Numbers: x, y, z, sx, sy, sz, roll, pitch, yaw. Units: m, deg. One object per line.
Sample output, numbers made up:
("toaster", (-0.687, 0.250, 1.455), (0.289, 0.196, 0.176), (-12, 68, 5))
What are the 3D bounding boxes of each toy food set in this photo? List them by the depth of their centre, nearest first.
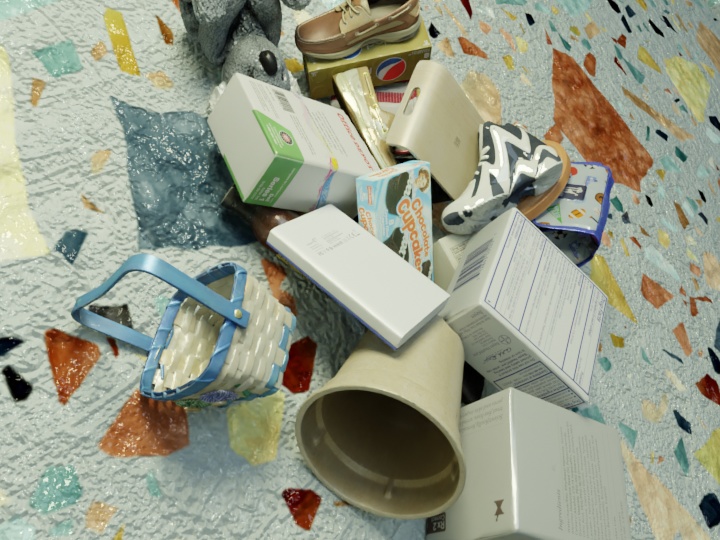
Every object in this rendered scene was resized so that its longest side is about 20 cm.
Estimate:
("toy food set", (0.122, -0.188, 0.968), (0.199, 0.059, 0.147), (40, 65, -38))

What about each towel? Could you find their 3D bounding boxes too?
("towel", (0.022, -0.267, 1.023), (0.139, 0.023, 0.206), (0, 64, 1))

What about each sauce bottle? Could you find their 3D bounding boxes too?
("sauce bottle", (-0.090, -0.045, 0.844), (0.199, 0.066, 0.067), (39, 50, -14))

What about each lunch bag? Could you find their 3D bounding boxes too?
("lunch bag", (0.304, -0.078, 1.039), (0.124, 0.197, 0.172), (45, 49, -22))

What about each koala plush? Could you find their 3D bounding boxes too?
("koala plush", (-0.153, -0.297, 0.896), (0.174, 0.182, 0.206), (-23, 100, -31))

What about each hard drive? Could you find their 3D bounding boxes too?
("hard drive", (0.000, 0.000, 0.773), (0.198, 0.026, 0.131), (38, 34, 17))

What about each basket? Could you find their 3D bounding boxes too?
("basket", (-0.175, 0.059, 0.657), (0.198, 0.174, 0.142), (35, 54, -28))

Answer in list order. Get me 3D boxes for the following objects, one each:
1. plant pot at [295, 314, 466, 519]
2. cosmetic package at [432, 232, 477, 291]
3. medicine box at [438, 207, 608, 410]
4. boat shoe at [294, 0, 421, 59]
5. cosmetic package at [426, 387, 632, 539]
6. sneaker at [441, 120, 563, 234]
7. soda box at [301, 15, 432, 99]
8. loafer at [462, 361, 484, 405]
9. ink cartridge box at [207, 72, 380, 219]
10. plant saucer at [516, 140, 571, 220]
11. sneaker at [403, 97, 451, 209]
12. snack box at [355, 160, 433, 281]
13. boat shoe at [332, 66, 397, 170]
("plant pot", (0.046, 0.151, 0.771), (0.200, 0.200, 0.185), (41, 38, -8))
("cosmetic package", (0.172, 0.045, 0.966), (0.102, 0.087, 0.204), (-22, 81, -39))
("medicine box", (0.220, 0.058, 0.867), (0.199, 0.103, 0.184), (40, 50, -11))
("boat shoe", (-0.005, -0.370, 0.943), (0.195, 0.072, 0.077), (-19, 67, -7))
("cosmetic package", (0.209, 0.275, 0.819), (0.196, 0.164, 0.169), (24, 54, -24))
("sneaker", (0.183, -0.147, 0.947), (0.196, 0.080, 0.131), (-32, 62, 0))
("soda box", (0.008, -0.329, 1.003), (0.194, 0.068, 0.066), (-13, 67, -5))
("loafer", (0.108, 0.111, 0.897), (0.202, 0.070, 0.074), (55, 45, -23))
("ink cartridge box", (-0.081, -0.156, 0.851), (0.197, 0.084, 0.147), (5, 48, -48))
("plant saucer", (0.239, -0.139, 1.037), (0.032, 0.197, 0.203), (48, 46, -29))
("sneaker", (0.084, -0.190, 1.035), (0.113, 0.075, 0.203), (-32, 89, -44))
("snack box", (0.051, -0.037, 0.885), (0.115, 0.037, 0.206), (-23, 117, -41))
("boat shoe", (0.026, -0.207, 0.942), (0.065, 0.074, 0.204), (-26, 84, -4))
